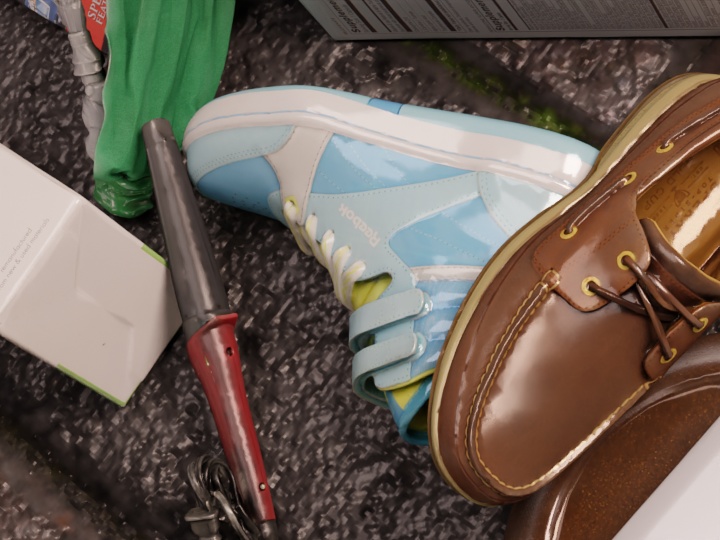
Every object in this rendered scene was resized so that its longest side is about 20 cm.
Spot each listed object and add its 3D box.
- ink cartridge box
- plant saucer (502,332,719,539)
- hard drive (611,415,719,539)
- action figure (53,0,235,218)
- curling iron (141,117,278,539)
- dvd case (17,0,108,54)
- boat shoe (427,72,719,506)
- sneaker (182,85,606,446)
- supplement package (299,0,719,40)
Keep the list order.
[{"bbox_3d":[-0.180,-0.028,0.908,0.200,0.117,0.067,32,85,30],"label":"ink cartridge box"},{"bbox_3d":[0.141,0.112,0.763,0.200,0.032,0.200,-9,65,21],"label":"plant saucer"},{"bbox_3d":[0.120,0.157,0.720,0.200,0.025,0.132,-49,59,-1],"label":"hard drive"},{"bbox_3d":[-0.091,-0.111,0.892,0.055,0.118,0.200,26,120,25],"label":"action figure"},{"bbox_3d":[-0.064,0.029,0.859,0.026,0.050,0.200,-15,73,17],"label":"curling iron"},{"bbox_3d":[-0.139,-0.194,0.971,0.200,0.022,0.146,30,111,26],"label":"dvd case"},{"bbox_3d":[0.099,0.002,0.767,0.200,0.072,0.068,-51,18,-15],"label":"boat shoe"},{"bbox_3d":[0.000,0.000,0.842,0.200,0.080,0.131,9,72,27],"label":"sneaker"},{"bbox_3d":[0.062,-0.195,0.851,0.200,0.151,0.152,2,71,24],"label":"supplement package"}]
